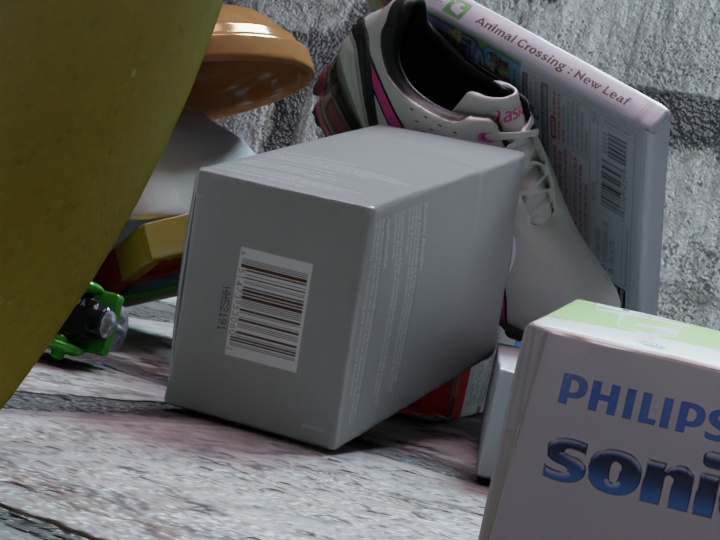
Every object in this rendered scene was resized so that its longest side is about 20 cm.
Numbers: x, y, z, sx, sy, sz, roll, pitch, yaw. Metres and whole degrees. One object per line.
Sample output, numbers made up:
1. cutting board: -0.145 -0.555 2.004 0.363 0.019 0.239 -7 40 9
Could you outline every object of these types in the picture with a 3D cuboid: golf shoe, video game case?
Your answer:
1. golf shoe: 0.060 -0.045 0.993 0.200 0.073 0.092 48 -38 5
2. video game case: 0.083 -0.056 1.067 0.182 0.022 0.201 33 -27 26

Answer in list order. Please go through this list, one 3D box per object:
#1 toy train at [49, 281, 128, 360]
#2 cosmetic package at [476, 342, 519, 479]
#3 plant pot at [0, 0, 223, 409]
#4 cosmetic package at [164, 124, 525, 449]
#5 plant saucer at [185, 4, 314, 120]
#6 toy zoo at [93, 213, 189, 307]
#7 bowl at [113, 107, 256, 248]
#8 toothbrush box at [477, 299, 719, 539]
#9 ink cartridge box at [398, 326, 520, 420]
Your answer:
1. toy train: -0.195 0.007 0.938 0.199 0.042 0.056 14 -8 22
2. cosmetic package: 0.129 0.075 0.904 0.150 0.052 0.200 10 2 3
3. plant pot: -0.142 -0.019 0.465 0.199 0.143 0.200 12 2 0
4. cosmetic package: 0.000 0.000 0.888 0.090 0.108 0.200 13 12 18
5. plant saucer: -0.125 -0.107 1.088 0.199 0.038 0.200 -8 -5 -1
6. toy zoo: -0.070 -0.014 1.068 0.130 0.021 0.200 -13 -6 -22
7. bowl: -0.160 -0.044 1.108 0.199 0.075 0.199 -12 -6 22
8. toothbrush box: 0.112 0.065 0.536 0.145 0.087 0.200 13 1 8
9. ink cartridge box: 0.015 0.033 1.084 0.115 0.068 0.200 13 2 16
